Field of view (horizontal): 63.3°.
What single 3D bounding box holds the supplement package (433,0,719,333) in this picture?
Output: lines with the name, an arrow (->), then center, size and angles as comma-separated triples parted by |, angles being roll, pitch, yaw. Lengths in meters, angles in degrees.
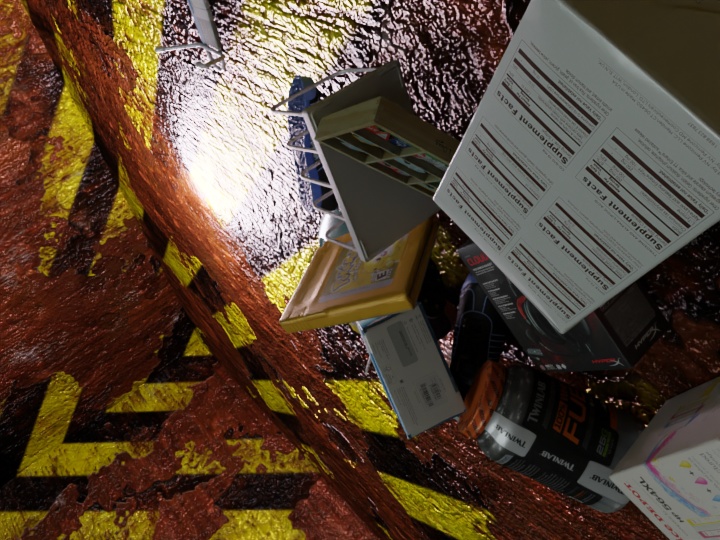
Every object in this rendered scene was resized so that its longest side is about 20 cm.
supplement package -> 0.184, -0.097, 0.390 | 0.147, 0.191, 0.200 | 48, 157, 13

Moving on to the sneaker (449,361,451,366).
sneaker -> 0.215, 0.221, 0.912 | 0.201, 0.067, 0.090 | 58, 162, 0

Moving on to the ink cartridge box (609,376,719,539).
ink cartridge box -> 0.349, 0.188, 0.547 | 0.129, 0.125, 0.201 | 46, 155, 16

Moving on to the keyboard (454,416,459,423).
keyboard -> 0.206, 0.219, 0.834 | 0.198, 0.011, 0.056 | 14, 175, -25

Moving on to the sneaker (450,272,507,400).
sneaker -> 0.158, 0.099, 0.786 | 0.069, 0.078, 0.202 | 10, 126, 23

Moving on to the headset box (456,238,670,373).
headset box -> 0.205, 0.007, 0.635 | 0.201, 0.075, 0.148 | 55, 157, -3

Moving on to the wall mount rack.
wall mount rack -> -0.311, -0.433, 1.008 | 0.173, 0.074, 0.201 | 34, 148, 39

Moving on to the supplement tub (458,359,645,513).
supplement tub -> 0.227, 0.194, 0.707 | 0.198, 0.123, 0.123 | 24, 152, 3

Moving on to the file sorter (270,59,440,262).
file sorter -> -0.007, -0.143, 0.755 | 0.124, 0.138, 0.202 | 23, 142, 53

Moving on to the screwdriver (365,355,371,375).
screwdriver -> 0.033, 0.070, 0.936 | 0.029, 0.202, 0.028 | 20, 180, -33

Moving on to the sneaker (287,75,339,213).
sneaker -> -0.059, -0.191, 0.885 | 0.070, 0.077, 0.203 | 18, 117, 57

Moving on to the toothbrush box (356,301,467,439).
toothbrush box -> 0.060, 0.123, 0.800 | 0.200, 0.085, 0.148 | 149, 97, -86

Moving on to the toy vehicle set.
toy vehicle set -> 0.063, -0.122, 0.639 | 0.198, 0.027, 0.124 | 21, 172, -30

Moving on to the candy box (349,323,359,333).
candy box -> -0.002, 0.065, 0.997 | 0.102, 0.027, 0.201 | 25, 159, 35

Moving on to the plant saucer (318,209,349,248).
plant saucer -> -0.034, -0.016, 1.038 | 0.202, 0.038, 0.202 | 58, 162, 30

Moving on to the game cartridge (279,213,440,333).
game cartridge -> 0.000, 0.000, 0.791 | 0.198, 0.177, 0.033 | -13, 125, 30

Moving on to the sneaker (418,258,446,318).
sneaker -> 0.058, -0.008, 0.892 | 0.201, 0.071, 0.073 | 53, 146, 16

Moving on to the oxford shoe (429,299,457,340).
oxford shoe -> 0.068, 0.056, 0.959 | 0.199, 0.072, 0.072 | 26, 146, 48
